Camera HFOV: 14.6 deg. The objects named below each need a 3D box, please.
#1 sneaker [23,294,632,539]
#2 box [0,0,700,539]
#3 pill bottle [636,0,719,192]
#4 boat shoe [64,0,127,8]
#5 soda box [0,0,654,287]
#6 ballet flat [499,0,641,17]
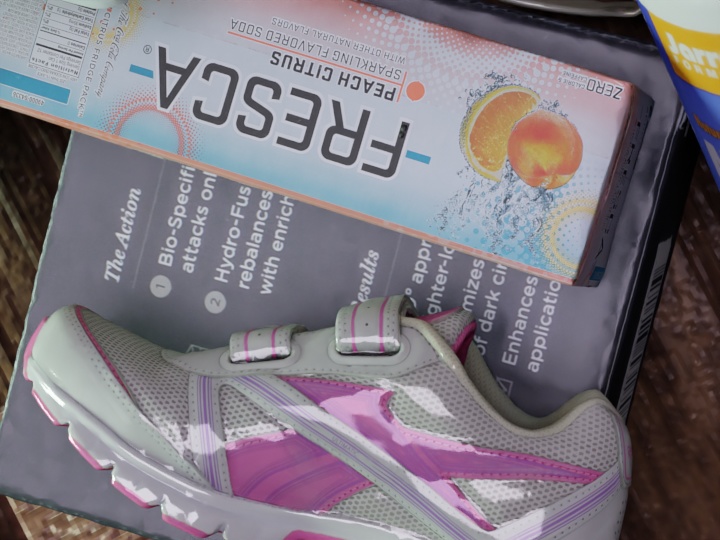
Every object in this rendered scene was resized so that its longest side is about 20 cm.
[{"bbox_3d":[-0.004,0.045,0.859,0.199,0.081,0.089,21,95,2],"label":"sneaker"},{"bbox_3d":[0.000,0.000,0.950,0.199,0.117,0.198,16,96,10],"label":"box"},{"bbox_3d":[0.140,-0.081,0.824,0.111,0.112,0.201,-21,126,12],"label":"pill bottle"},{"bbox_3d":[-0.134,-0.117,0.825,0.199,0.071,0.073,7,83,51],"label":"boat shoe"},{"bbox_3d":[-0.015,-0.053,0.857,0.199,0.068,0.064,18,93,11],"label":"soda box"},{"bbox_3d":[0.041,-0.131,0.950,0.199,0.069,0.071,27,106,-6],"label":"ballet flat"}]
